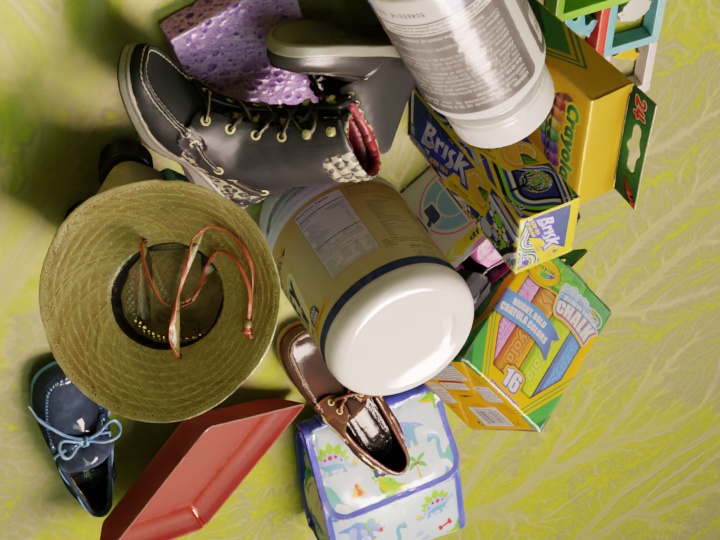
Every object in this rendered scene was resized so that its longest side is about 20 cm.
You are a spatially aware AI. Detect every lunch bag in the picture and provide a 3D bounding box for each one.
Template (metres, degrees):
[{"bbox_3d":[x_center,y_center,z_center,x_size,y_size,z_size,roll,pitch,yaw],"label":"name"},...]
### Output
[{"bbox_3d":[0.020,0.225,1.648,0.169,0.127,0.201,-19,124,-15],"label":"lunch bag"}]

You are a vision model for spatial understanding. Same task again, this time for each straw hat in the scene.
[{"bbox_3d":[-0.146,0.019,1.157,0.201,0.201,0.085,-47,175,15],"label":"straw hat"}]

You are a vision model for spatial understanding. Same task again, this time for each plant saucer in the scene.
[{"bbox_3d":[-0.171,0.208,1.508,0.200,0.037,0.200,-51,161,19],"label":"plant saucer"}]

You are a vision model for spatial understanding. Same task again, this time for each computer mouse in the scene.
[{"bbox_3d":[0.129,0.006,1.380,0.200,0.034,0.059,-37,140,3],"label":"computer mouse"}]

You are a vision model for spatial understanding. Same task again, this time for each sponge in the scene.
[{"bbox_3d":[-0.089,-0.158,1.242,0.111,0.030,0.200,-29,141,-8],"label":"sponge"}]

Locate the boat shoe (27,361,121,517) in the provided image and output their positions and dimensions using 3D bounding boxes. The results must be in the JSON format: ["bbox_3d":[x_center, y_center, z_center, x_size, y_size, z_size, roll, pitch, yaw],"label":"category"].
[{"bbox_3d":[-0.264,0.164,1.415,0.084,0.069,0.200,-25,141,-11],"label":"boat shoe"}]

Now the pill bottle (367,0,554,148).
[{"bbox_3d":[0.084,-0.195,1.176,0.114,0.114,0.200,-35,139,1],"label":"pill bottle"}]

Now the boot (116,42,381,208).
[{"bbox_3d":[-0.086,-0.123,1.158,0.153,0.074,0.204,-8,147,23],"label":"boot"}]

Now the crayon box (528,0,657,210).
[{"bbox_3d":[0.177,-0.149,1.301,0.051,0.200,0.127,-24,140,-22],"label":"crayon box"}]

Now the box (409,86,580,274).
[{"bbox_3d":[0.117,-0.094,1.318,0.064,0.200,0.070,-20,140,-18],"label":"box"}]

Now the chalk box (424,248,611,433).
[{"bbox_3d":[0.157,0.048,1.475,0.124,0.125,0.200,42,67,-21],"label":"chalk box"}]

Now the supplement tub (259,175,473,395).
[{"bbox_3d":[0.000,0.000,1.329,0.144,0.200,0.145,-18,136,-18],"label":"supplement tub"}]

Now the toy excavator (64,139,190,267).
[{"bbox_3d":[-0.165,0.014,1.259,0.199,0.100,0.195,24,116,-25],"label":"toy excavator"}]

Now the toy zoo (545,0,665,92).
[{"bbox_3d":[0.233,-0.217,1.418,0.131,0.020,0.200,-19,138,-19],"label":"toy zoo"}]

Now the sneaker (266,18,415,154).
[{"bbox_3d":[-0.012,-0.149,1.222,0.200,0.075,0.107,-8,119,-53],"label":"sneaker"}]

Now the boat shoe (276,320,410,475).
[{"bbox_3d":[-0.011,0.134,1.514,0.070,0.070,0.200,-42,117,-4],"label":"boat shoe"}]

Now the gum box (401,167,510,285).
[{"bbox_3d":[0.109,-0.053,1.424,0.200,0.114,0.066,-42,141,9],"label":"gum box"}]
